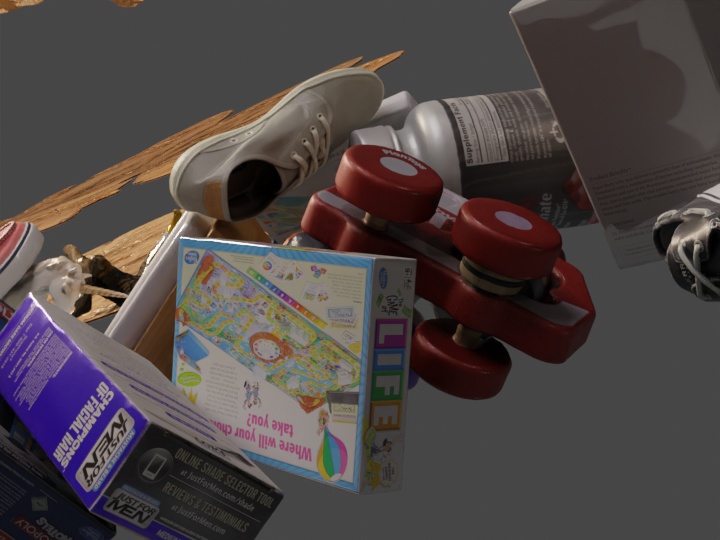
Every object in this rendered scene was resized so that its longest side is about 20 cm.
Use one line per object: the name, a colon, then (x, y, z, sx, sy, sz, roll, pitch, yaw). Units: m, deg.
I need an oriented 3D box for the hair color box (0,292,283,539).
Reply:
hair color box: (-0.144, 0.095, 0.822, 0.065, 0.109, 0.200, -56, 38, -3)

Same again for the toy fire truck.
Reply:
toy fire truck: (0.064, -0.011, 0.888, 0.200, 0.112, 0.168, 27, 25, 18)

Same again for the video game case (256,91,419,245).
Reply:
video game case: (0.001, -0.066, 1.185, 0.182, 0.200, 0.022, -21, 59, 18)

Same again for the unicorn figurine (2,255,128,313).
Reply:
unicorn figurine: (-0.291, 0.048, 1.141, 0.137, 0.074, 0.200, -54, 21, -14)

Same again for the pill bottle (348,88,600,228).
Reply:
pill bottle: (0.095, -0.080, 1.047, 0.199, 0.111, 0.111, -8, 12, -10)

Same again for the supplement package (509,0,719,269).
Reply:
supplement package: (0.212, -0.124, 0.934, 0.121, 0.200, 0.120, -13, 19, 38)

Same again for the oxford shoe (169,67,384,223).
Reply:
oxford shoe: (-0.051, -0.091, 1.022, 0.200, 0.075, 0.058, -32, 48, -32)

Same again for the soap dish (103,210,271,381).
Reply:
soap dish: (-0.146, 0.040, 1.073, 0.200, 0.081, 0.157, -56, 9, 12)

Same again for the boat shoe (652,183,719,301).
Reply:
boat shoe: (0.214, -0.010, 0.789, 0.068, 0.072, 0.200, -23, 12, 3)

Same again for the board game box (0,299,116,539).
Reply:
board game box: (-0.248, 0.079, 0.924, 0.062, 0.200, 0.200, -41, 22, 16)

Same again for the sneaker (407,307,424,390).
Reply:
sneaker: (-0.048, 0.079, 0.926, 0.200, 0.081, 0.084, -24, 26, 19)

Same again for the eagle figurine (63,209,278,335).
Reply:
eagle figurine: (-0.173, 0.016, 1.296, 0.151, 0.200, 0.152, -57, 32, 38)

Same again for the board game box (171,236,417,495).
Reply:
board game box: (-0.048, 0.052, 0.841, 0.034, 0.135, 0.200, 2, 4, -41)

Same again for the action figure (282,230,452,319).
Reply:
action figure: (0.000, 0.000, 1.071, 0.200, 0.105, 0.193, -30, 24, -12)

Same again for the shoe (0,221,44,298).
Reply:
shoe: (-0.338, 0.004, 1.084, 0.071, 0.091, 0.200, -23, 25, 42)
